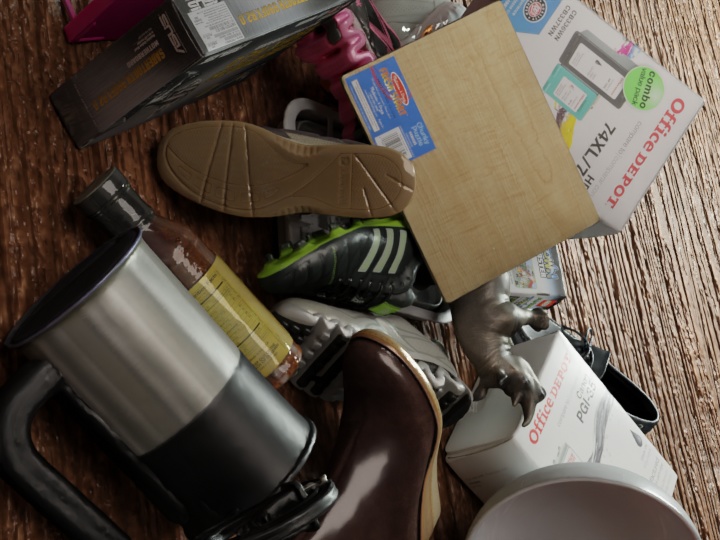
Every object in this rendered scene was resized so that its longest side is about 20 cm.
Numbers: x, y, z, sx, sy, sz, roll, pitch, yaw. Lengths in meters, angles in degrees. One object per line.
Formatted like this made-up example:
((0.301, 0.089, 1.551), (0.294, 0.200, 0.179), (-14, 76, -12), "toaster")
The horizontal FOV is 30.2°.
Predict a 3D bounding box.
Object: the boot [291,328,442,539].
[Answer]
((-0.005, 0.163, 0.988), (0.166, 0.072, 0.200), (-41, 125, -43), "boot")

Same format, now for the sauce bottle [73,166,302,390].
((-0.126, 0.011, 0.973), (0.200, 0.066, 0.066), (49, 44, -16), "sauce bottle")

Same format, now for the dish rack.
((0.000, -0.043, 1.143), (0.200, 0.044, 0.172), (17, 60, -41), "dish rack")

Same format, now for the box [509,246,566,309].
((0.124, -0.063, 1.258), (0.110, 0.035, 0.200), (5, 65, -27), "box")

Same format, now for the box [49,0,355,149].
((-0.112, -0.170, 0.999), (0.200, 0.158, 0.048), (-33, 94, -49), "box")

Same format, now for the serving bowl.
((0.183, 0.235, 1.104), (0.200, 0.200, 0.066), (49, 22, -18), "serving bowl")

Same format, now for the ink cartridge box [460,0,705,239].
((0.163, -0.143, 1.178), (0.200, 0.146, 0.147), (35, 82, -10), "ink cartridge box")

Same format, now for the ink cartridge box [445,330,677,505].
((0.184, 0.178, 1.200), (0.200, 0.083, 0.147), (49, 44, -18), "ink cartridge box")

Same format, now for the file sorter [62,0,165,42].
((-0.135, -0.271, 1.040), (0.200, 0.139, 0.126), (-17, 81, -48), "file sorter")

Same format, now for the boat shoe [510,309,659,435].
((0.206, 0.091, 1.269), (0.200, 0.062, 0.075), (45, 40, -7), "boat shoe")

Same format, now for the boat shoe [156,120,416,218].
((-0.055, -0.075, 1.029), (0.065, 0.200, 0.072), (-9, 103, -83), "boat shoe")

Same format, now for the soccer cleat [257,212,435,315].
((0.000, 0.000, 1.043), (0.200, 0.067, 0.081), (-18, 88, -51), "soccer cleat")

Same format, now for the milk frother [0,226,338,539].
((-0.117, 0.086, 0.846), (0.188, 0.200, 0.181), (50, 48, -17), "milk frother")

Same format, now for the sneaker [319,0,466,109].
((0.012, -0.216, 1.229), (0.092, 0.076, 0.200), (44, 45, 7), "sneaker")

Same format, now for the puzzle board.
((0.089, -0.096, 1.075), (0.151, 0.017, 0.200), (-28, 97, -13), "puzzle board")

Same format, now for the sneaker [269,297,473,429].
((0.002, 0.065, 1.084), (0.200, 0.075, 0.081), (27, 35, -33), "sneaker")

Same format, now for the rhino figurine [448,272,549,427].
((0.112, 0.040, 1.136), (0.087, 0.060, 0.200), (4, 63, -38), "rhino figurine")

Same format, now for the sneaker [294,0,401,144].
((0.015, -0.161, 1.117), (0.095, 0.079, 0.200), (-42, 110, -47), "sneaker")
